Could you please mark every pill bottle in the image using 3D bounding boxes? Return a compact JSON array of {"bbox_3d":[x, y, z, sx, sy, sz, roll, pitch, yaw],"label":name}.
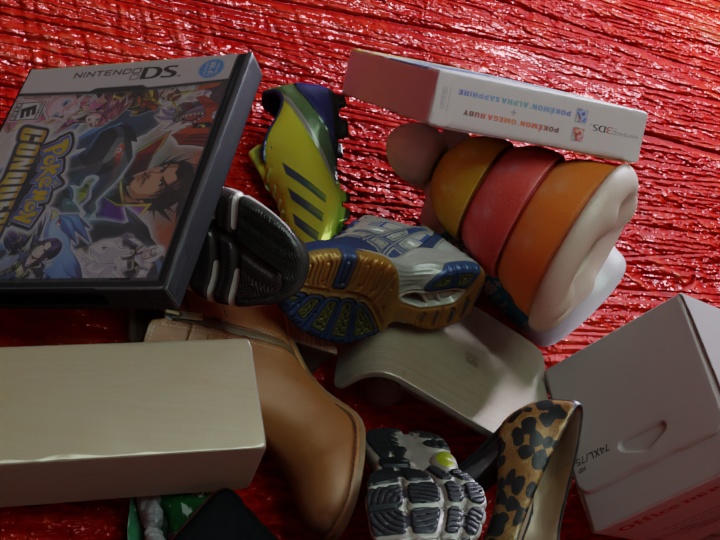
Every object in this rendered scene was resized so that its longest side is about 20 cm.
[{"bbox_3d":[0.129,-0.038,1.071,0.200,0.111,0.111,45,42,0],"label":"pill bottle"}]

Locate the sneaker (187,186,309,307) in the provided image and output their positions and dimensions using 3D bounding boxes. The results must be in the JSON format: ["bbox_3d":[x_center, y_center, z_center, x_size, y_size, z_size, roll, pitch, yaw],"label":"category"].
[{"bbox_3d":[-0.107,-0.031,0.853,0.199,0.076,0.115,16,12,22],"label":"sneaker"}]

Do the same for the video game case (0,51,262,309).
[{"bbox_3d":[-0.173,-0.062,0.802,0.026,0.179,0.201,66,31,-48],"label":"video game case"}]

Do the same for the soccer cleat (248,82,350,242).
[{"bbox_3d":[-0.052,-0.070,1.001,0.083,0.065,0.201,3,56,-9],"label":"soccer cleat"}]

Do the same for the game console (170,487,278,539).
[{"bbox_3d":[-0.059,0.246,0.690,0.200,0.031,0.177,49,45,-4],"label":"game console"}]

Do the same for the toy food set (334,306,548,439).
[{"bbox_3d":[0.072,0.089,0.977,0.199,0.060,0.144,32,32,-17],"label":"toy food set"}]

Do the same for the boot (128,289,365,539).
[{"bbox_3d":[-0.084,0.091,0.835,0.154,0.074,0.201,15,40,-30],"label":"boot"}]

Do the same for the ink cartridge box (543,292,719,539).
[{"bbox_3d":[0.280,0.133,1.006,0.199,0.146,0.147,18,48,-43],"label":"ink cartridge box"}]

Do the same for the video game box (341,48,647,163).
[{"bbox_3d":[0.102,-0.135,0.982,0.181,0.047,0.200,10,11,-22],"label":"video game box"}]

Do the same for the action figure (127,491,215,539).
[{"bbox_3d":[-0.103,0.194,0.752,0.117,0.055,0.201,13,50,-35],"label":"action figure"}]

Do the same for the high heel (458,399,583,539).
[{"bbox_3d":[0.139,0.194,0.850,0.071,0.142,0.201,26,26,-55],"label":"high heel"}]

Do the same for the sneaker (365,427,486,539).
[{"bbox_3d":[0.039,0.167,0.808,0.077,0.080,0.200,2,10,-1],"label":"sneaker"}]

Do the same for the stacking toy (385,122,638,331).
[{"bbox_3d":[0.107,-0.059,0.971,0.199,0.147,0.146,32,39,17],"label":"stacking toy"}]

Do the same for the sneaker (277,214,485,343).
[{"bbox_3d":[0.000,0.000,0.912,0.199,0.076,0.088,4,33,-45],"label":"sneaker"}]

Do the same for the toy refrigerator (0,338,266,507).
[{"bbox_3d":[-0.164,0.093,0.734,0.198,0.070,0.076,-2,58,-18],"label":"toy refrigerator"}]
